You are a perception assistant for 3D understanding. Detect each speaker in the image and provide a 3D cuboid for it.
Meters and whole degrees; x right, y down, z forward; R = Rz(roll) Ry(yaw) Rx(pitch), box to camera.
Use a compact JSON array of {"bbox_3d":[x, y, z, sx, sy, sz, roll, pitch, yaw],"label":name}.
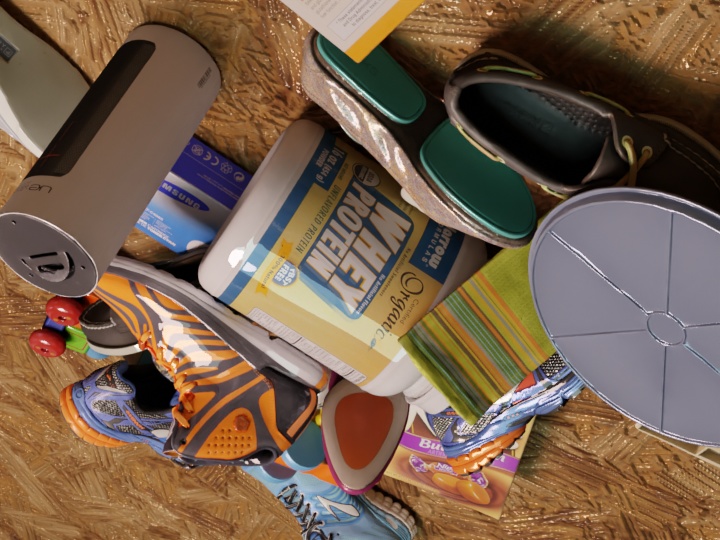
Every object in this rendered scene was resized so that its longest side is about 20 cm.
[{"bbox_3d":[-0.172,-0.078,0.920,0.081,0.200,0.081,16,143,13],"label":"speaker"}]

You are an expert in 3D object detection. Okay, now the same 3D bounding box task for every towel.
[{"bbox_3d":[0.124,0.013,0.890,0.200,0.018,0.086,-41,114,5],"label":"towel"}]

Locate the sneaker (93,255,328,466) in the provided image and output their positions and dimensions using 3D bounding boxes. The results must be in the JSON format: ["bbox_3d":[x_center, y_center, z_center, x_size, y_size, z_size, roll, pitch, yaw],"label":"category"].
[{"bbox_3d":[-0.132,0.074,0.968,0.200,0.112,0.078,30,168,3],"label":"sneaker"}]

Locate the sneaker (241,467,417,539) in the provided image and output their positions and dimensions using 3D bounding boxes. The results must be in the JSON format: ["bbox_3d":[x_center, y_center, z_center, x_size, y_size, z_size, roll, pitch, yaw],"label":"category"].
[{"bbox_3d":[-0.036,0.239,1.318,0.200,0.090,0.078,36,143,-10],"label":"sneaker"}]

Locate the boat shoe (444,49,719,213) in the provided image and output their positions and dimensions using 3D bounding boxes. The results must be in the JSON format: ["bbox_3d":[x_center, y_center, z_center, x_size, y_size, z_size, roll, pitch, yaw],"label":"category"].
[{"bbox_3d":[0.144,-0.071,0.824,0.201,0.061,0.072,25,111,3],"label":"boat shoe"}]

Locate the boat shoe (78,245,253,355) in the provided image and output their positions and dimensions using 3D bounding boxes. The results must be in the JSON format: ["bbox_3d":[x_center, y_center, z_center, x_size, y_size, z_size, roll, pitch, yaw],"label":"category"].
[{"bbox_3d":[-0.160,0.019,1.077,0.201,0.072,0.061,-13,126,35],"label":"boat shoe"}]

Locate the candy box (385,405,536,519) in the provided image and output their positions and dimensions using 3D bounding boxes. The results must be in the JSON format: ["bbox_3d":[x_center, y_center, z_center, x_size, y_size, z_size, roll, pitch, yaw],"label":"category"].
[{"bbox_3d":[0.088,0.125,1.133,0.116,0.057,0.200,20,142,10],"label":"candy box"}]

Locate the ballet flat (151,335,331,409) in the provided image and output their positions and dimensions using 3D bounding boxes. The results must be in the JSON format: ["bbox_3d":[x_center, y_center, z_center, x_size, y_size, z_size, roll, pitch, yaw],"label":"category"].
[{"bbox_3d":[-0.084,0.089,1.132,0.200,0.072,0.072,14,146,-15],"label":"ballet flat"}]

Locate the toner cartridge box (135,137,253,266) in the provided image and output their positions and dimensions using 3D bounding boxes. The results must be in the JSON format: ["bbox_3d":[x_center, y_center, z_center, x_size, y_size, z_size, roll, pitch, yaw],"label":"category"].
[{"bbox_3d":[-0.098,-0.031,1.065,0.200,0.043,0.095,33,143,-8],"label":"toner cartridge box"}]

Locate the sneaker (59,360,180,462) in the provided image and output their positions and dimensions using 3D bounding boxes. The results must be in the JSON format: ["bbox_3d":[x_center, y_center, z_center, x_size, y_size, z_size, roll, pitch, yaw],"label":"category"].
[{"bbox_3d":[-0.173,0.125,1.216,0.078,0.075,0.200,-39,149,30],"label":"sneaker"}]

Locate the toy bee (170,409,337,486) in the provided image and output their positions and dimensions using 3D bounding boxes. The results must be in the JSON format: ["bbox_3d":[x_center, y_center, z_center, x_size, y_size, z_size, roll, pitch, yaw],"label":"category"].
[{"bbox_3d":[-0.066,0.136,1.221,0.131,0.109,0.200,-16,152,33],"label":"toy bee"}]

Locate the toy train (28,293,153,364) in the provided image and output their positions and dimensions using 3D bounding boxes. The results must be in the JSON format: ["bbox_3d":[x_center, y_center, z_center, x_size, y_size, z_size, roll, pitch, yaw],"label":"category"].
[{"bbox_3d":[-0.211,0.023,1.178,0.116,0.085,0.200,24,145,-14],"label":"toy train"}]

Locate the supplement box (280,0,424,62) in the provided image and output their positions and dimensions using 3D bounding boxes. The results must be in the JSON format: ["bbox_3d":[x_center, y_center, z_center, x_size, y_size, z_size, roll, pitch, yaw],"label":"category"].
[{"bbox_3d":[-0.033,-0.230,0.755,0.200,0.074,0.126,38,143,-15],"label":"supplement box"}]

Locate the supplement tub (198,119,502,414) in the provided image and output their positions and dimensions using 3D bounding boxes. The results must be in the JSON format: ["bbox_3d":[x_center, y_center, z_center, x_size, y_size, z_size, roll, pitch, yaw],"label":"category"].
[{"bbox_3d":[0.000,0.000,0.957,0.200,0.145,0.145,32,144,-8],"label":"supplement tub"}]

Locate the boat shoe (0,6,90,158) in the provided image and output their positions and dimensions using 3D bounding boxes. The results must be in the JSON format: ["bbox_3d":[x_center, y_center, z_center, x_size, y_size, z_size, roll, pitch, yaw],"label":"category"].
[{"bbox_3d":[-0.278,-0.151,1.020,0.201,0.070,0.071,47,151,-21],"label":"boat shoe"}]

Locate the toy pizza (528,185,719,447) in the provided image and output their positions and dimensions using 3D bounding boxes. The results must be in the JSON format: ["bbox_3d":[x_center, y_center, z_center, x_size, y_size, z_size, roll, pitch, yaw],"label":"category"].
[{"bbox_3d":[0.195,0.027,0.820,0.200,0.032,0.200,27,142,24],"label":"toy pizza"}]

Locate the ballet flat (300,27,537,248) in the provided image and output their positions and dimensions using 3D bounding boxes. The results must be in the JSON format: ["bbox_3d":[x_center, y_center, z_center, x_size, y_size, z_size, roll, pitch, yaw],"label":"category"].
[{"bbox_3d":[0.036,-0.084,0.886,0.200,0.068,0.067,48,149,4],"label":"ballet flat"}]

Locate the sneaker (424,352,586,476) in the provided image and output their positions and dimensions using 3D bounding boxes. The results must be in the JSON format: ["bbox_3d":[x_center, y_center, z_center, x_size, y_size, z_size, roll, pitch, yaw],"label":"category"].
[{"bbox_3d":[0.121,0.071,0.989,0.200,0.075,0.078,-43,88,20],"label":"sneaker"}]

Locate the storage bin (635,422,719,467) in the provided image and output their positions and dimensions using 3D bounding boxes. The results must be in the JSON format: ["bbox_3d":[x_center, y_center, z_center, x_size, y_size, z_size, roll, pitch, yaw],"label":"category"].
[{"bbox_3d":[0.314,0.071,0.893,0.200,0.094,0.199,24,145,3],"label":"storage bin"}]

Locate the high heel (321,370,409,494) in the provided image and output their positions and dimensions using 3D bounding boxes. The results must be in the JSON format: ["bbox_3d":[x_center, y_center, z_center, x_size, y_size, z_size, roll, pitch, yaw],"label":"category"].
[{"bbox_3d":[0.003,0.107,1.047,0.067,0.200,0.096,11,138,1],"label":"high heel"}]
